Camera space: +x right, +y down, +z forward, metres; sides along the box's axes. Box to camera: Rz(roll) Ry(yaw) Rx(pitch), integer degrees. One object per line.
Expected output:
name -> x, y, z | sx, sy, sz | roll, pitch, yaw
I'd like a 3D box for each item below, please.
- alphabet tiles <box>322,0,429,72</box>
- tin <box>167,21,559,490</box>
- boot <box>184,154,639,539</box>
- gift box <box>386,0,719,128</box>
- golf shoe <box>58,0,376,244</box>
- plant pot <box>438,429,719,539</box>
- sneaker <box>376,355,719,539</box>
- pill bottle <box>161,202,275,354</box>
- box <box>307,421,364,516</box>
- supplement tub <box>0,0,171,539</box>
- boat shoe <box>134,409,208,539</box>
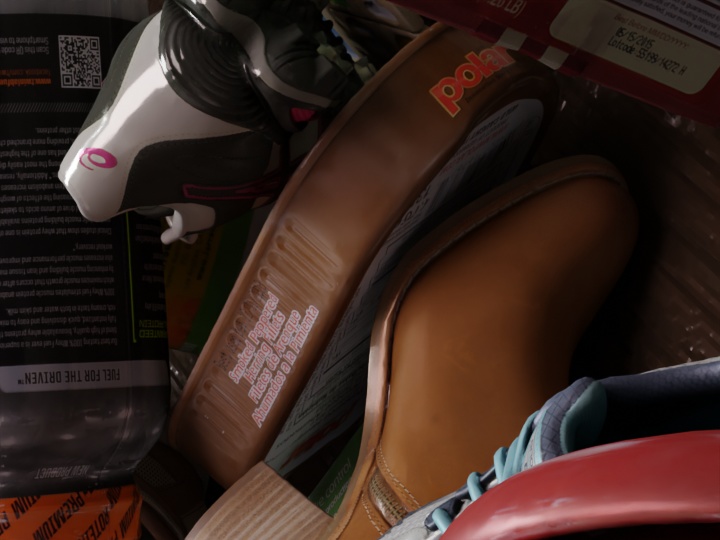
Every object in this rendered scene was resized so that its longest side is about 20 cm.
alphabet tiles -> -0.038, -0.117, 0.977 | 0.006, 0.200, 0.166 | -49, 30, -10
tin -> 0.000, 0.000, 0.918 | 0.042, 0.112, 0.200 | 44, 136, 16
boot -> 0.056, 0.071, 0.845 | 0.155, 0.074, 0.200 | 35, 82, 38
gift box -> 0.051, -0.168, 0.851 | 0.200, 0.184, 0.187 | -49, 39, 23
golf shoe -> -0.040, -0.053, 0.909 | 0.088, 0.200, 0.077 | -41, 79, 8
plant pot -> 0.088, 0.144, 0.631 | 0.200, 0.200, 0.183 | -27, 49, 51
sneaker -> 0.053, 0.065, 0.752 | 0.199, 0.086, 0.078 | -27, 54, 12
pill bottle -> -0.131, -0.042, 1.057 | 0.111, 0.199, 0.112 | -167, 90, -79
box -> 0.009, 0.158, 0.917 | 0.145, 0.036, 0.201 | -54, 37, 31
supplement tub -> -0.126, -0.007, 0.936 | 0.122, 0.122, 0.201 | -9, 84, 57
boat shoe -> -0.131, 0.067, 1.028 | 0.076, 0.199, 0.072 | -41, 41, 32
